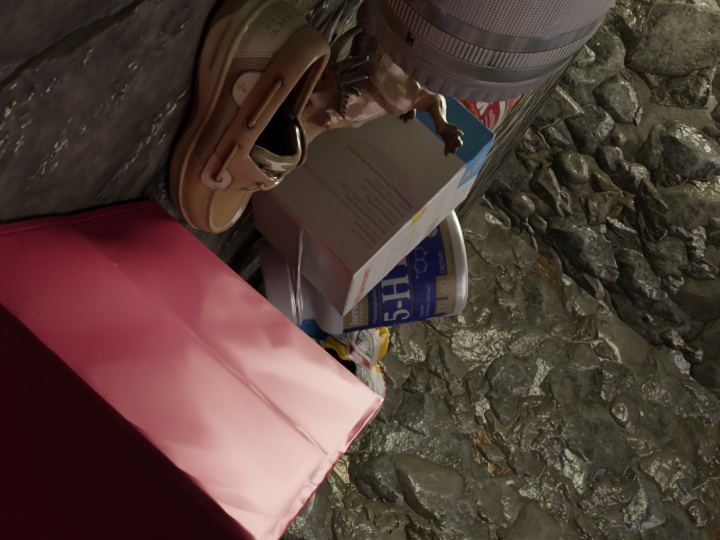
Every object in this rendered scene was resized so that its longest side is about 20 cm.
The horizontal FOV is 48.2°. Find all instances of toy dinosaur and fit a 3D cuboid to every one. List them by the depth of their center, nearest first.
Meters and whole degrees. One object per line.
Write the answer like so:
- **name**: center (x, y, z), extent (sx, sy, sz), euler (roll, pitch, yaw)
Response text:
- **toy dinosaur**: center (0.019, -0.171, 0.596), extent (0.085, 0.135, 0.203), euler (1, -112, 50)

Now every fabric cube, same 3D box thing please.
- **fabric cube**: center (-0.139, 0.107, 0.448), extent (0.197, 0.199, 0.200), euler (-52, 173, 18)

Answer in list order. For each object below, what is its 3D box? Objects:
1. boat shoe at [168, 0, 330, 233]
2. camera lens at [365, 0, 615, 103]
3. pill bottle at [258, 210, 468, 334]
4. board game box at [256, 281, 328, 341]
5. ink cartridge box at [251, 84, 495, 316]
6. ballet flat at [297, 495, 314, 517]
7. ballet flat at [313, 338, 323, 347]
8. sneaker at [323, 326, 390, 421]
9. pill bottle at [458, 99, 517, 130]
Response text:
- **boat shoe**: center (-0.070, -0.078, 0.500), extent (0.071, 0.064, 0.201), euler (-46, 171, -34)
- **camera lens**: center (0.089, -0.213, 0.453), extent (0.160, 0.159, 0.200), euler (-48, 172, -24)
- **pill bottle**: center (0.000, 0.000, 0.816), extent (0.196, 0.122, 0.120), euler (-9, 165, -7)
- **board game box**: center (-0.023, 0.011, 0.964), extent (0.153, 0.045, 0.199), euler (-51, 150, 8)
- **ink cartridge box**: center (-0.003, -0.067, 0.707), extent (0.200, 0.125, 0.129), euler (-43, 170, -17)
- **ballet flat**: center (-0.062, 0.203, 0.917), extent (0.068, 0.062, 0.201), euler (-57, -173, 29)
- **ballet flat**: center (-0.077, 0.043, 1.069), extent (0.201, 0.067, 0.069), euler (92, 12, -56)
- **sneaker**: center (-0.019, 0.129, 0.987), extent (0.082, 0.077, 0.202), euler (-38, 144, -34)
- **pill bottle**: center (0.086, -0.169, 0.876), extent (0.200, 0.109, 0.110), euler (-48, 173, -25)
